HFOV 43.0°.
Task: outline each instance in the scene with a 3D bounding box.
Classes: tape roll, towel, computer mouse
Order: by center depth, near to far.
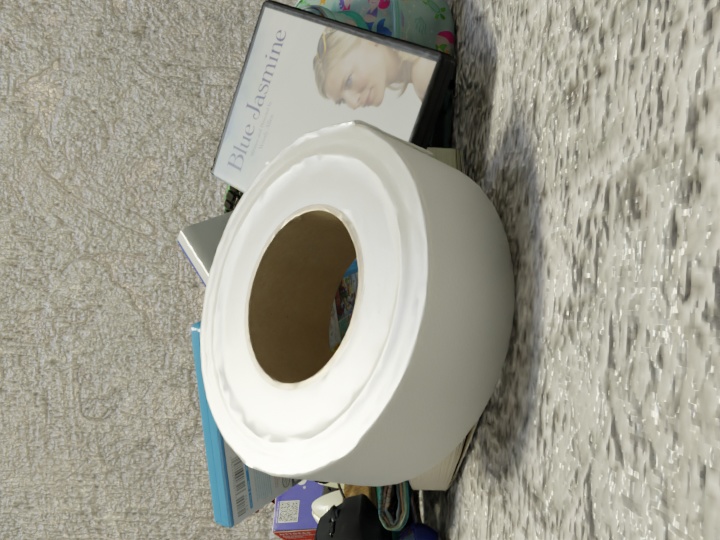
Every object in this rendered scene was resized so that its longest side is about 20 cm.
[{"bbox_3d":[-0.010,0.020,0.532,0.202,0.070,0.204,-20,63,44],"label":"tape roll"},{"bbox_3d":[-0.018,0.171,0.703,0.034,0.059,0.200,46,-168,-28],"label":"computer mouse"},{"bbox_3d":[0.030,0.105,0.722,0.200,0.022,0.148,-26,-65,-84],"label":"towel"}]

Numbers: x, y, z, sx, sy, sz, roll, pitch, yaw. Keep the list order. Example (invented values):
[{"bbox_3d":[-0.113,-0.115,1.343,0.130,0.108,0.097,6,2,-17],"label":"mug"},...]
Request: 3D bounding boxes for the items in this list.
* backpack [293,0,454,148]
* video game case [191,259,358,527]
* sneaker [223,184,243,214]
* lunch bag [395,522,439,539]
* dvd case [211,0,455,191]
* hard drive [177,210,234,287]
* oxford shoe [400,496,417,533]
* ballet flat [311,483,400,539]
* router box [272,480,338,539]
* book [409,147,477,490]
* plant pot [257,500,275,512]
[{"bbox_3d":[-0.008,-0.152,0.775,0.177,0.150,0.202,0,80,52],"label":"backpack"},{"bbox_3d":[-0.041,0.081,0.681,0.200,0.018,0.144,-22,-68,-51],"label":"video game case"},{"bbox_3d":[-0.091,-0.116,0.958,0.085,0.077,0.201,-82,7,-59],"label":"sneaker"},{"bbox_3d":[0.023,0.277,0.613,0.151,0.093,0.201,-93,17,-77],"label":"lunch bag"},{"bbox_3d":[-0.029,-0.106,0.657,0.200,0.017,0.144,30,106,42],"label":"dvd case"},{"bbox_3d":[-0.065,0.025,0.853,0.201,0.131,0.025,55,144,19],"label":"hard drive"},{"bbox_3d":[0.016,0.252,0.776,0.201,0.071,0.073,-90,8,-46],"label":"oxford shoe"},{"bbox_3d":[-0.005,0.176,0.767,0.201,0.072,0.068,-93,-14,-48],"label":"ballet flat"},{"bbox_3d":[-0.018,0.185,0.911,0.180,0.048,0.201,55,-147,-51],"label":"router box"},{"bbox_3d":[0.050,0.033,0.640,0.134,0.048,0.201,93,179,-53],"label":"book"},{"bbox_3d":[-0.058,0.208,1.136,0.200,0.181,0.202,-174,90,-87],"label":"plant pot"}]
